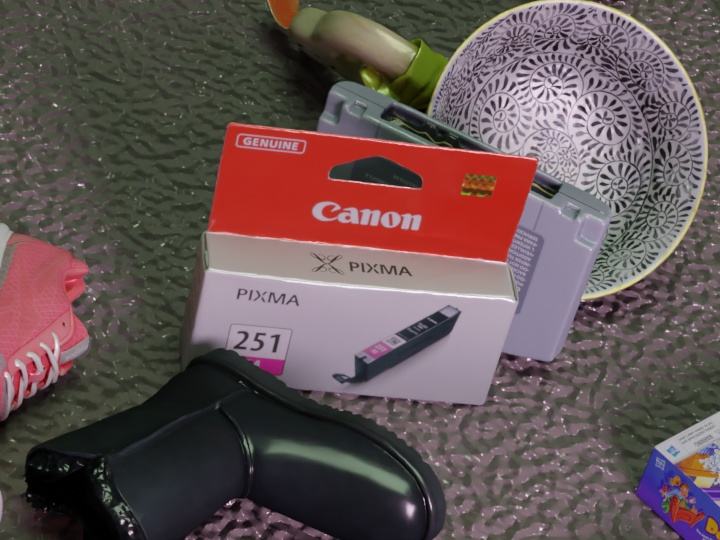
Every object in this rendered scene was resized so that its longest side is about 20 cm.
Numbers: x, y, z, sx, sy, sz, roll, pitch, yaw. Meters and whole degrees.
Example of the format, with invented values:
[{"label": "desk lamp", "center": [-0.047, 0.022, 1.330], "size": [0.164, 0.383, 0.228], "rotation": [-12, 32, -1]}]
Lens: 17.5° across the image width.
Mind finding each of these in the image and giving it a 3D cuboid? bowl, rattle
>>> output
[{"label": "bowl", "center": [0.129, -0.080, 1.600], "size": [0.199, 0.202, 0.094], "rotation": [4, -2, -13]}, {"label": "rattle", "center": [-0.022, -0.117, 1.672], "size": [0.199, 0.144, 0.130], "rotation": [25, 6, 34]}]

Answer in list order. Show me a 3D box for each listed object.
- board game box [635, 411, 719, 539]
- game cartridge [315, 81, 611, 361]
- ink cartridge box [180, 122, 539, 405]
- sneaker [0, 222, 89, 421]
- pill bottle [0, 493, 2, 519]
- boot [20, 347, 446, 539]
[{"label": "board game box", "center": [0.291, 0.133, 1.476], "size": [0.199, 0.045, 0.134], "rotation": [-23, 54, -36]}, {"label": "game cartridge", "center": [0.054, -0.026, 1.512], "size": [0.199, 0.134, 0.040], "rotation": [27, 35, 12]}, {"label": "ink cartridge box", "center": [0.000, 0.000, 1.434], "size": [0.199, 0.174, 0.044], "rotation": [6, 41, -11]}, {"label": "sneaker", "center": [-0.207, 0.044, 1.398], "size": [0.086, 0.074, 0.201], "rotation": [12, 41, -6]}, {"label": "pill bottle", "center": [-0.292, 0.090, 1.295], "size": [0.104, 0.105, 0.200], "rotation": [-23, 53, -36]}, {"label": "boot", "center": [-0.074, 0.131, 1.336], "size": [0.200, 0.077, 0.168], "rotation": [29, 38, 26]}]
